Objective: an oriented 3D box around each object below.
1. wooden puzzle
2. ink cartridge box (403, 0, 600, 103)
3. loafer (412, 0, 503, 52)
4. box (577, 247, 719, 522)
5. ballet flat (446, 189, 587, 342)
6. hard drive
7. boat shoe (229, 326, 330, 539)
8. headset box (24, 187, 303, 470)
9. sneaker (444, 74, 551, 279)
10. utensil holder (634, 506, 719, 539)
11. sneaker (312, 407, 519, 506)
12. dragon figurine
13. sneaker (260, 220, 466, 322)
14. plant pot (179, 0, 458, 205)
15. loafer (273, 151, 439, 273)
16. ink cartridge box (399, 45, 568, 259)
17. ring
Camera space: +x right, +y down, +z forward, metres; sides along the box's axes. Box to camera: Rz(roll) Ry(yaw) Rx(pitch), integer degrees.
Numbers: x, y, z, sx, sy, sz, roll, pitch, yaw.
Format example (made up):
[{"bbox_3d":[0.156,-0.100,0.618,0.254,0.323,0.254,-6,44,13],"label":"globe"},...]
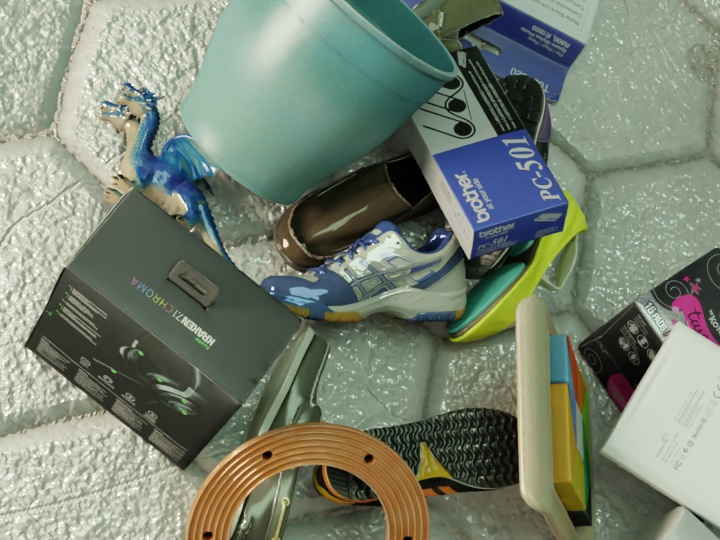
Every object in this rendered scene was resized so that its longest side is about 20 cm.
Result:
[{"bbox_3d":[0.175,0.140,1.539,0.037,0.200,0.186,-7,66,18],"label":"wooden puzzle"},{"bbox_3d":[0.144,-0.292,1.781,0.199,0.041,0.201,25,62,-9],"label":"ink cartridge box"},{"bbox_3d":[0.062,-0.211,1.685,0.200,0.075,0.070,-44,93,-14],"label":"loafer"},{"bbox_3d":[0.318,0.104,1.626,0.114,0.132,0.200,-31,82,-27],"label":"box"},{"bbox_3d":[0.153,0.007,1.648,0.067,0.067,0.200,46,58,-17],"label":"ballet flat"},{"bbox_3d":[0.322,0.153,1.527,0.199,0.026,0.132,32,81,4],"label":"hard drive"},{"bbox_3d":[-0.064,0.145,1.501,0.060,0.072,0.203,25,68,-9],"label":"boat shoe"},{"bbox_3d":[-0.160,0.049,1.431,0.174,0.200,0.093,38,61,-1],"label":"headset box"},{"bbox_3d":[0.141,-0.074,1.663,0.075,0.088,0.201,10,70,26],"label":"sneaker"},{"bbox_3d":[0.287,0.323,1.504,0.200,0.170,0.170,46,60,6],"label":"utensil holder"},{"bbox_3d":[0.053,0.161,1.525,0.199,0.090,0.070,-5,79,-21],"label":"sneaker"},{"bbox_3d":[-0.156,-0.080,1.567,0.200,0.059,0.100,36,61,-2],"label":"dragon figurine"},{"bbox_3d":[0.000,0.000,1.570,0.199,0.075,0.089,-1,96,-28],"label":"sneaker"},{"bbox_3d":[-0.051,-0.167,1.550,0.200,0.188,0.200,38,16,-13],"label":"plant pot"},{"bbox_3d":[0.008,-0.066,1.616,0.200,0.071,0.073,-31,81,-28],"label":"loafer"},{"bbox_3d":[0.100,-0.108,1.596,0.094,0.044,0.201,-17,56,-15],"label":"ink cartridge box"},{"bbox_3d":[-0.043,0.213,1.445,0.199,0.019,0.202,-4,111,-10],"label":"ring"}]
